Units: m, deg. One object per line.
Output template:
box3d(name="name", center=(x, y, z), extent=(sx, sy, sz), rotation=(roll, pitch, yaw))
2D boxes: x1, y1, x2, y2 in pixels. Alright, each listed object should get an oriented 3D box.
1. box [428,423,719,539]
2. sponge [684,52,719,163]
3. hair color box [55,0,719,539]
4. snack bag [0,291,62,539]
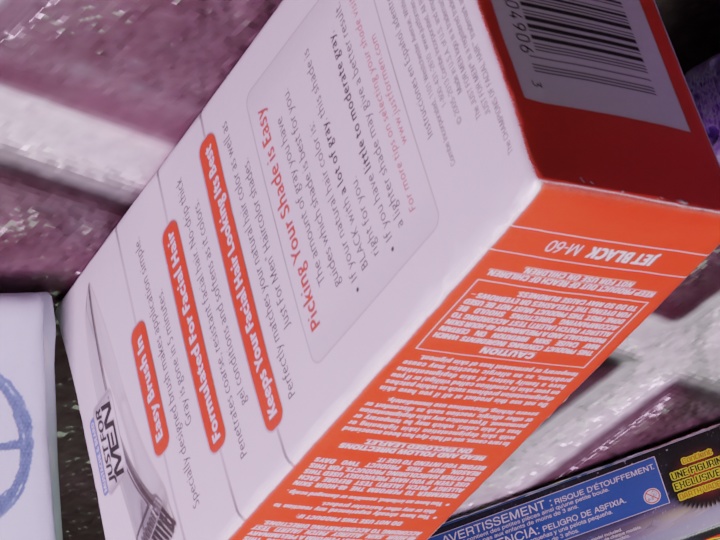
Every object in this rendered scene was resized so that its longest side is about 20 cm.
box3d(name="box", center=(0.096, 0.134, 0.950), extent=(0.137, 0.040, 0.200), rotation=(-20, 147, 7))
box3d(name="sponge", center=(0.153, -0.055, 0.626), extent=(0.111, 0.030, 0.200), rotation=(-7, 174, -14))
box3d(name="hair color box", center=(0.000, 0.000, 0.648), extent=(0.064, 0.111, 0.200), rotation=(9, 140, -33))
box3d(name="snack bag", center=(-0.161, 0.106, 0.669), extent=(0.188, 0.200, 0.021), rotation=(-4, 172, -21))
